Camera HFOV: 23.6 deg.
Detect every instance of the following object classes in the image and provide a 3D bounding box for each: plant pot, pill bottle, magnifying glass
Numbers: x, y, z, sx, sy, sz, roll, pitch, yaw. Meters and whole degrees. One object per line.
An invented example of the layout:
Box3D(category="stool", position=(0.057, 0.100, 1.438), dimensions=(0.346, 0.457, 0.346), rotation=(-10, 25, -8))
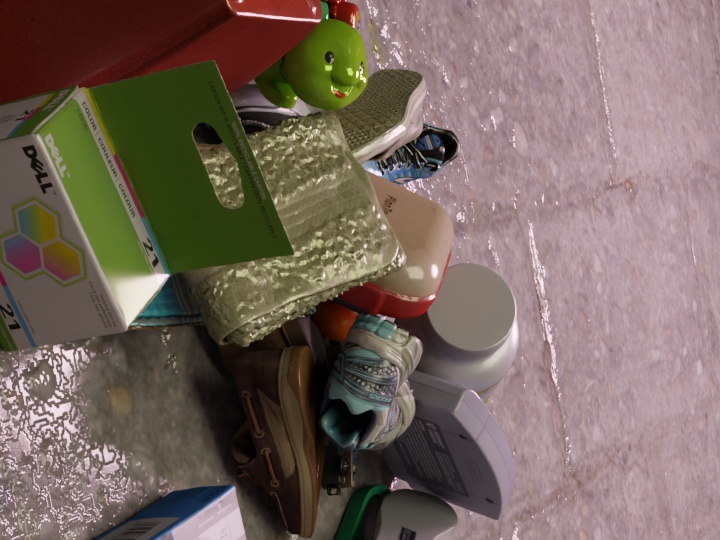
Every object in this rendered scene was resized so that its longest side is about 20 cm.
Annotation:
Box3D(category="plant pot", position=(-0.142, -0.215, 1.207), dimensions=(0.200, 0.175, 0.202), rotation=(-10, 86, -63))
Box3D(category="pill bottle", position=(0.080, 0.069, 1.545), dimensions=(0.200, 0.111, 0.113), rotation=(109, -14, -66))
Box3D(category="magnifying glass", position=(-0.011, 0.249, 1.513), dimensions=(0.200, 0.022, 0.080), rotation=(-30, 109, -63))

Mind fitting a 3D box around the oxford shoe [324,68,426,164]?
Box3D(category="oxford shoe", position=(0.010, -0.119, 1.482), dimensions=(0.200, 0.074, 0.058), rotation=(-50, 148, -59))

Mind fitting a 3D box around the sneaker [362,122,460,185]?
Box3D(category="sneaker", position=(0.032, -0.118, 1.624), dimensions=(0.200, 0.089, 0.079), rotation=(-18, 98, -62))

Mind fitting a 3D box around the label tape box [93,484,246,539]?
Box3D(category="label tape box", position=(-0.126, 0.273, 1.233), dimensions=(0.143, 0.066, 0.202), rotation=(-27, 105, -62))

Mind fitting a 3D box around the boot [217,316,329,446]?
Box3D(category="boot", position=(-0.067, 0.077, 1.415), dimensions=(0.201, 0.075, 0.074), rotation=(72, 9, -48))

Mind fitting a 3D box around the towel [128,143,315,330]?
Box3D(category="towel", position=(-0.126, -0.030, 1.271), dimensions=(0.199, 0.022, 0.148), rotation=(-1, 69, -43))

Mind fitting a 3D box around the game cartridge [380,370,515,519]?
Box3D(category="game cartridge", position=(0.070, 0.150, 1.532), dimensions=(0.041, 0.132, 0.201), rotation=(-56, 149, -22))

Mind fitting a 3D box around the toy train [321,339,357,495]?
Box3D(category="toy train", position=(-0.021, 0.101, 1.523), dimensions=(0.046, 0.034, 0.202), rotation=(44, 43, -65))

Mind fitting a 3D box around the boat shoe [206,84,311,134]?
Box3D(category="boat shoe", position=(-0.068, -0.101, 1.445), dimensions=(0.200, 0.071, 0.072), rotation=(23, 58, -61))

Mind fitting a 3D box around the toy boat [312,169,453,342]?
Box3D(category="toy boat", position=(0.000, 0.000, 1.439), dimensions=(0.200, 0.129, 0.132), rotation=(-64, 179, -66))

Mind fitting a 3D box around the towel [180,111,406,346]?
Box3D(category="towel", position=(-0.062, -0.037, 1.274), dimensions=(0.199, 0.036, 0.149), rotation=(-25, 80, -40))

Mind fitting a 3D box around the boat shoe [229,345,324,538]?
Box3D(category="boat shoe", position=(-0.069, 0.138, 1.381), dimensions=(0.201, 0.071, 0.073), rotation=(85, 9, -45))

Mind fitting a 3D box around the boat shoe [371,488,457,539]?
Box3D(category="boat shoe", position=(0.038, 0.256, 1.516), dimensions=(0.200, 0.071, 0.066), rotation=(-65, 175, -71))

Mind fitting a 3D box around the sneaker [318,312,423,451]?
Box3D(category="sneaker", position=(-0.005, 0.109, 1.396), dimensions=(0.087, 0.077, 0.201), rotation=(-57, 166, -23))

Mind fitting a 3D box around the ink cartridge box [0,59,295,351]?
Box3D(category="ink cartridge box", position=(-0.164, -0.040, 1.104), dimensions=(0.149, 0.198, 0.076), rotation=(68, 30, -23))

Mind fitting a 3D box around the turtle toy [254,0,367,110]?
Box3D(category="turtle toy", position=(-0.056, -0.198, 1.365), dimensions=(0.145, 0.101, 0.201), rotation=(11, 43, -41))

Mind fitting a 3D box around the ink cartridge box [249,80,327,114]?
Box3D(category="ink cartridge box", position=(-0.098, -0.215, 1.475), dimensions=(0.199, 0.047, 0.162), rotation=(12, 71, -44))
